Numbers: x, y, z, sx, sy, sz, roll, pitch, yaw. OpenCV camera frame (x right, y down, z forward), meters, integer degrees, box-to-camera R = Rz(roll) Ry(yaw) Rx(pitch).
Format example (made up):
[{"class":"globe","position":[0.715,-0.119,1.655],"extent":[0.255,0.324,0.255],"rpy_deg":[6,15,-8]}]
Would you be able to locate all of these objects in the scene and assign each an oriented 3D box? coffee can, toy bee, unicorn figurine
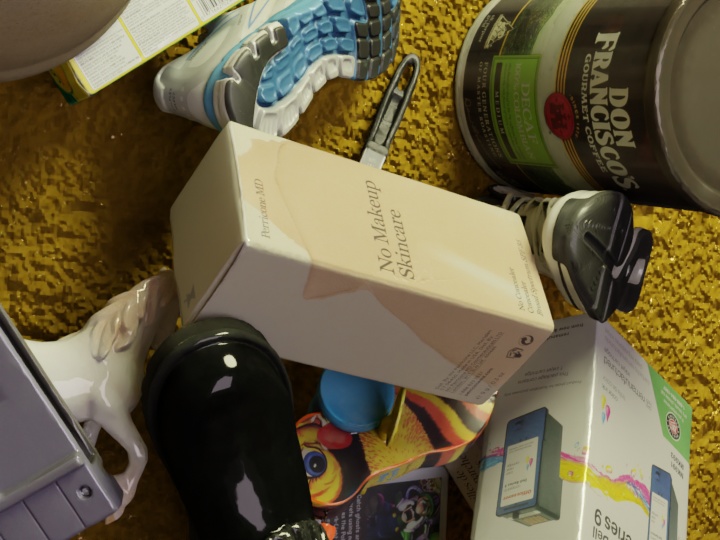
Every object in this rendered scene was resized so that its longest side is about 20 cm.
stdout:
[{"class":"coffee can","position":[0.174,-0.115,0.904],"extent":[0.145,0.199,0.148],"rpy_deg":[-4,99,-30]},{"class":"toy bee","position":[-0.008,0.113,0.864],"extent":[0.198,0.131,0.110],"rpy_deg":[-14,69,8]},{"class":"unicorn figurine","position":[-0.164,0.067,0.794],"extent":[0.198,0.074,0.139],"rpy_deg":[0,101,-34]}]

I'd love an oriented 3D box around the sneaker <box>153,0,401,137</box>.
[{"class":"sneaker","position":[-0.048,-0.138,0.843],"extent":[0.200,0.086,0.076],"rpy_deg":[-37,127,-48]}]

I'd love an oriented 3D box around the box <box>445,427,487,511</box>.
[{"class":"box","position":[0.062,0.093,0.950],"extent":[0.201,0.038,0.042],"rpy_deg":[59,29,-23]}]

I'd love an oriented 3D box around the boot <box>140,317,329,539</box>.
[{"class":"boot","position":[-0.039,0.142,0.727],"extent":[0.079,0.158,0.213],"rpy_deg":[-22,127,-15]}]

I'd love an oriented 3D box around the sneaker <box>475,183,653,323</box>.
[{"class":"sneaker","position":[0.113,-0.016,0.902],"extent":[0.200,0.114,0.077],"rpy_deg":[20,85,-70]}]

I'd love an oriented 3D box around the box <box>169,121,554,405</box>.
[{"class":"box","position":[0.000,0.000,0.790],"extent":[0.198,0.096,0.078],"rpy_deg":[15,134,-30]}]

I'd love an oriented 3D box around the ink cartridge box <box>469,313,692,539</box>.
[{"class":"ink cartridge box","position":[0.148,0.153,0.934],"extent":[0.145,0.087,0.202],"rpy_deg":[42,49,-38]}]

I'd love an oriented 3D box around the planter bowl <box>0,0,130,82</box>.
[{"class":"planter bowl","position":[-0.171,-0.198,0.658],"extent":[0.198,0.134,0.203],"rpy_deg":[1,87,-25]}]

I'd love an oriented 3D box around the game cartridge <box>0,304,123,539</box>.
[{"class":"game cartridge","position":[-0.228,0.070,0.731],"extent":[0.129,0.038,0.201],"rpy_deg":[-31,103,3]}]

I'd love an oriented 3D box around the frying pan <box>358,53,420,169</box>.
[{"class":"frying pan","position":[0.010,-0.041,0.890],"extent":[0.115,0.031,0.190],"rpy_deg":[46,74,1]}]

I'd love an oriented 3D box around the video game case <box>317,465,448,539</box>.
[{"class":"video game case","position":[-0.024,0.232,0.934],"extent":[0.180,0.023,0.203],"rpy_deg":[-1,96,-31]}]

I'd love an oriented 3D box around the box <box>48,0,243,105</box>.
[{"class":"box","position":[-0.159,-0.205,0.763],"extent":[0.117,0.048,0.201],"rpy_deg":[-35,105,-23]}]
